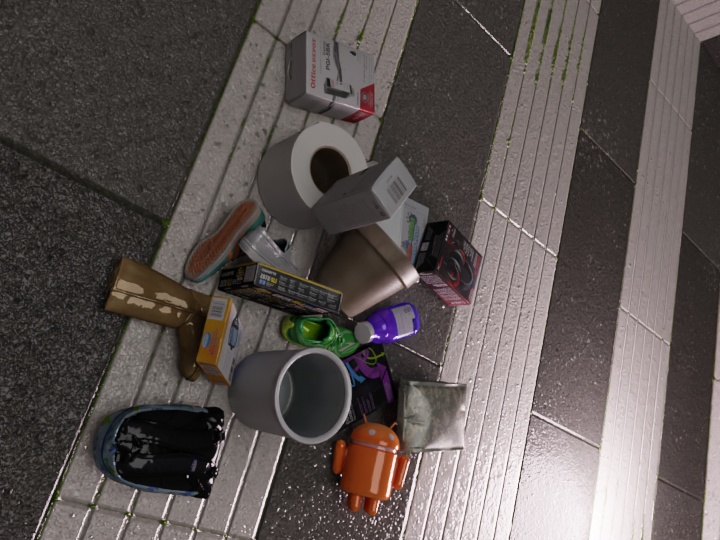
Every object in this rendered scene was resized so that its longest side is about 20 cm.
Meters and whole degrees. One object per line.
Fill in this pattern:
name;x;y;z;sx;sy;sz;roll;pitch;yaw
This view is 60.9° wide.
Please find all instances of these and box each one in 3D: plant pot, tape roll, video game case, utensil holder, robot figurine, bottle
plant pot;0.000;0.000;1.315;0.173;0.200;0.200;-42;113;-3
tape roll;-0.100;-0.196;1.306;0.201;0.138;0.206;6;79;-38
video game case;0.089;-0.091;1.519;0.181;0.024;0.203;20;72;-35
utensil holder;-0.142;0.234;1.177;0.168;0.199;0.173;5;82;-38
robot figurine;0.020;0.423;1.338;0.116;0.142;0.202;36;63;-53
bottle;0.062;0.127;1.417;0.199;0.065;0.085;-11;87;-53

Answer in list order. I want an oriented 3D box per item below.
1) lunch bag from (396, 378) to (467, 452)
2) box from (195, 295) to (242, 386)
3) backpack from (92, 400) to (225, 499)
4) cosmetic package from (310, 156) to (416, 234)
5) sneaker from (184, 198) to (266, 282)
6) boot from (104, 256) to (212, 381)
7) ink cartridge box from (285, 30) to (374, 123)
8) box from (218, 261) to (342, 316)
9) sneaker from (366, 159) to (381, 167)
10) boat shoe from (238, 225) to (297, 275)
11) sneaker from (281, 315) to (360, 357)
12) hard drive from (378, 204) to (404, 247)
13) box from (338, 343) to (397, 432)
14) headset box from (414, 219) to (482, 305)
lunch bag;0.153;0.344;1.456;0.199;0.117;0.166;13;77;-42
box;-0.255;0.137;1.128;0.041;0.200;0.121;9;67;-2
backpack;-0.352;0.304;1.049;0.199;0.152;0.165;24;71;-57
cosmetic package;0.002;-0.138;1.164;0.074;0.199;0.102;52;56;-21
sneaker;-0.256;-0.044;1.202;0.200;0.071;0.080;-49;147;-15
boot;-0.366;0.092;1.106;0.199;0.066;0.177;25;60;-34
ink cartridge box;-0.066;-0.438;1.400;0.198;0.082;0.149;4;82;-39
box;-0.160;0.041;1.214;0.198;0.159;0.050;22;70;-34
sneaker;0.003;-0.188;1.407;0.114;0.076;0.202;15;43;-2
boat shoe;-0.169;-0.035;1.227;0.069;0.072;0.200;-45;146;2
sneaker;-0.074;0.145;1.318;0.198;0.083;0.075;18;73;-37
hard drive;0.032;-0.075;1.440;0.130;0.026;0.203;10;77;-15
box;-0.012;0.261;1.385;0.199;0.036;0.145;-21;97;-37
headset box;0.234;-0.011;1.579;0.200;0.074;0.150;41;59;-37
